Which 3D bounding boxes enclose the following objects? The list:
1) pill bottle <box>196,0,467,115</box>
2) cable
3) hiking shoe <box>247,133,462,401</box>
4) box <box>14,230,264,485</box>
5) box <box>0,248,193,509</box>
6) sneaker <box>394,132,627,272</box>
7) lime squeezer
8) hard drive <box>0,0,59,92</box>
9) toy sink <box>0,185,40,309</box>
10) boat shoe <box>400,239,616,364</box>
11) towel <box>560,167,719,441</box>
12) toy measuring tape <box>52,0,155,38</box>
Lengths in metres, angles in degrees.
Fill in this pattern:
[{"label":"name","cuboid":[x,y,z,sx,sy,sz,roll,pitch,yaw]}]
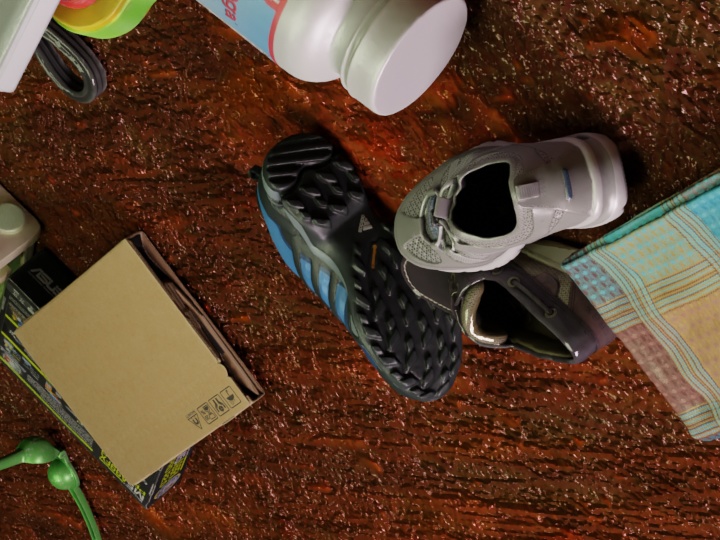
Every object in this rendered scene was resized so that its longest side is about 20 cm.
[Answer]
[{"label":"pill bottle","cuboid":[-0.038,-0.180,1.621,0.200,0.109,0.109,38,152,20]},{"label":"cable","cuboid":[-0.254,-0.210,2.026,0.200,0.050,0.097,36,136,1]},{"label":"hiking shoe","cuboid":[0.000,0.000,1.864,0.200,0.074,0.087,59,162,3]},{"label":"box","cuboid":[-0.179,0.072,2.221,0.164,0.021,0.200,53,140,-1]},{"label":"box","cuboid":[-0.224,0.093,2.359,0.200,0.044,0.160,44,154,10]},{"label":"sneaker","cuboid":[0.069,-0.043,1.649,0.200,0.082,0.075,-23,77,57]},{"label":"lime squeezer","cuboid":[-0.291,0.195,2.586,0.038,0.071,0.200,-2,156,39]},{"label":"hard drive","cuboid":[-0.202,-0.225,1.704,0.200,0.026,0.132,-56,44,39]},{"label":"toy sink","cuboid":[-0.348,-0.015,2.311,0.112,0.130,0.200,43,153,13]},{"label":"boat shoe","cuboid":[0.086,0.015,1.738,0.200,0.065,0.072,16,138,48]},{"label":"towel","cuboid":[0.209,0.021,1.579,0.147,0.022,0.200,52,147,-5]},{"label":"toy measuring tape","cuboid":[-0.134,-0.161,1.716,0.200,0.074,0.074,31,149,24]}]
